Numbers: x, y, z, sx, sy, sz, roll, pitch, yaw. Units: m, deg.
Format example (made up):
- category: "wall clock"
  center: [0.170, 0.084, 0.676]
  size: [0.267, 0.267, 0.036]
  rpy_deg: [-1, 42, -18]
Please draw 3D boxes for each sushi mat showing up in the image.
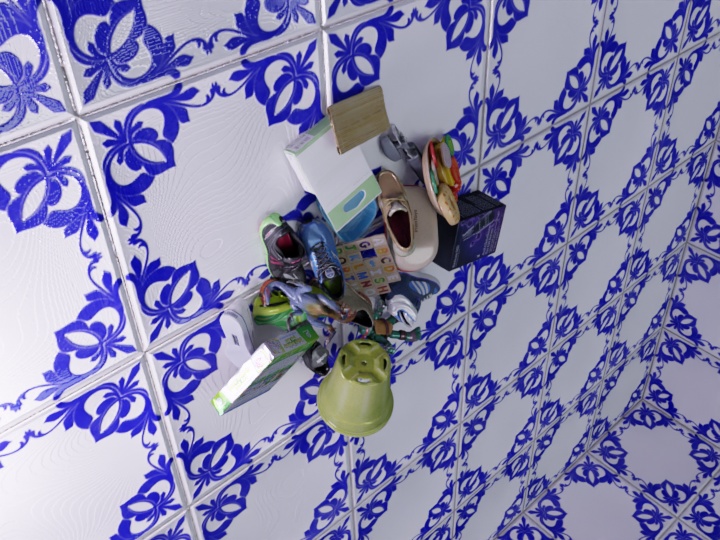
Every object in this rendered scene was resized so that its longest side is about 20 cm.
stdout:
- category: "sushi mat"
  center: [-0.001, -0.309, 1.537]
  size: [0.199, 0.012, 0.097]
  rpy_deg: [-36, 120, -48]

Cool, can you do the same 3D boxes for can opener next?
- category: "can opener"
  center: [0.104, -0.260, 1.737]
  size: [0.066, 0.054, 0.200]
  rpy_deg: [-26, 145, 13]

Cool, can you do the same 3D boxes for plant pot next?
- category: "plant pot"
  center: [-0.003, 0.269, 1.830]
  size: [0.199, 0.200, 0.186]
  rpy_deg: [-31, 152, -29]

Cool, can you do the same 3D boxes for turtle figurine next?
- category: "turtle figurine"
  center: [0.063, 0.143, 1.936]
  size: [0.198, 0.100, 0.153]
  rpy_deg: [-1, 77, -44]

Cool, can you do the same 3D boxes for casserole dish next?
- category: "casserole dish"
  center: [-0.034, -0.145, 1.663]
  size: [0.122, 0.039, 0.200]
  rpy_deg: [-50, 143, -9]

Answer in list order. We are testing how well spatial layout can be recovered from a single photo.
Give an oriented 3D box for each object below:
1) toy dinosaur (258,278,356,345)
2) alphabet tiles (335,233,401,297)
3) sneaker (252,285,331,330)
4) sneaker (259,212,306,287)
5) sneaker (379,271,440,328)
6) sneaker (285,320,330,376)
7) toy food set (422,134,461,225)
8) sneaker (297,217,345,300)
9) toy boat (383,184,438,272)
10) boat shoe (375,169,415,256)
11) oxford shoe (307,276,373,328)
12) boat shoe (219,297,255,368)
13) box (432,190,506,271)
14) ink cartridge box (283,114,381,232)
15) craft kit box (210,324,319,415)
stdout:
- category: "toy dinosaur"
  center: [-0.123, 0.078, 1.608]
  size: [0.106, 0.180, 0.200]
  rpy_deg: [-58, 166, 2]
- category: "alphabet tiles"
  center: [0.000, 0.000, 1.746]
  size: [0.164, 0.008, 0.201]
  rpy_deg: [-14, 139, 9]
- category: "sneaker"
  center: [-0.148, 0.085, 1.672]
  size: [0.197, 0.075, 0.084]
  rpy_deg: [0, 139, -27]
- category: "sneaker"
  center: [-0.154, -0.027, 1.576]
  size: [0.077, 0.083, 0.201]
  rpy_deg: [-40, 140, -18]
- category: "sneaker"
  center: [0.134, 0.081, 1.924]
  size: [0.199, 0.080, 0.149]
  rpy_deg: [21, 62, -45]
- category: "sneaker"
  center: [-0.114, 0.179, 1.763]
  size: [0.066, 0.090, 0.202]
  rpy_deg: [-40, 140, -19]
- category: "toy food set"
  center: [0.196, -0.219, 1.774]
  size: [0.200, 0.048, 0.201]
  rpy_deg: [68, 27, -24]
- category: "sneaker"
  center: [-0.074, -0.022, 1.633]
  size: [0.078, 0.089, 0.202]
  rpy_deg: [-25, 118, -4]
- category: "toy boat"
  center: [0.108, -0.096, 1.795]
  size: [0.128, 0.131, 0.204]
  rpy_deg: [0, 83, -16]
- category: "boat shoe"
  center: [0.083, -0.134, 1.690]
  size: [0.073, 0.203, 0.066]
  rpy_deg: [-18, 175, -4]
- category: "oxford shoe"
  center: [-0.037, 0.073, 1.756]
  size: [0.198, 0.075, 0.071]
  rpy_deg: [27, 117, -35]
- category: "boat shoe"
  center: [-0.250, 0.135, 1.603]
  size: [0.202, 0.070, 0.070]
  rpy_deg: [85, 27, -48]
- category: "box"
  center: [0.271, -0.106, 1.974]
  size: [0.198, 0.104, 0.150]
  rpy_deg: [-22, 132, -37]
- category: "ink cartridge box"
  center: [-0.053, -0.204, 1.554]
  size: [0.145, 0.048, 0.202]
  rpy_deg: [-42, 127, -19]
- category: "craft kit box"
  center: [-0.203, 0.211, 1.626]
  size: [0.197, 0.049, 0.199]
  rpy_deg: [-44, 169, 23]
